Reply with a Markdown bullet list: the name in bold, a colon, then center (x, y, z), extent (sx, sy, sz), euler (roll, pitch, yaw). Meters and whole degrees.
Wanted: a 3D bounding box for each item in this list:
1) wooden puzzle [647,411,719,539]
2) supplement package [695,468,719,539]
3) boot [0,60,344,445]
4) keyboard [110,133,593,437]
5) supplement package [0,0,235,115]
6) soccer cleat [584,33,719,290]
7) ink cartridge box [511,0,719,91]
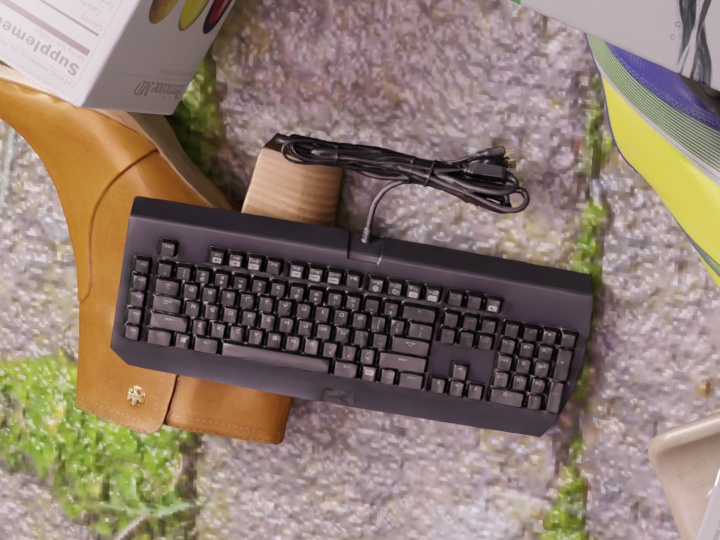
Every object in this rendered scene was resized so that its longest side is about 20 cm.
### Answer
- **wooden puzzle**: center (0.217, 0.130, 1.110), extent (0.185, 0.046, 0.200), euler (-20, 94, 27)
- **supplement package**: center (0.168, 0.164, 1.030), extent (0.111, 0.156, 0.200), euler (24, 108, 23)
- **boot**: center (-0.111, -0.009, 1.313), extent (0.201, 0.071, 0.144), euler (20, 105, 11)
- **keyboard**: center (0.000, 0.000, 1.260), extent (0.200, 0.021, 0.127), euler (9, 110, -2)
- **supplement package**: center (-0.090, -0.176, 1.215), extent (0.110, 0.114, 0.200), euler (32, 100, 13)
- **soccer cleat**: center (0.149, -0.034, 1.212), extent (0.084, 0.065, 0.200), euler (-10, 106, 56)
- **ink cartridge box**: center (0.144, -0.142, 1.119), extent (0.200, 0.147, 0.083), euler (26, 133, 16)
